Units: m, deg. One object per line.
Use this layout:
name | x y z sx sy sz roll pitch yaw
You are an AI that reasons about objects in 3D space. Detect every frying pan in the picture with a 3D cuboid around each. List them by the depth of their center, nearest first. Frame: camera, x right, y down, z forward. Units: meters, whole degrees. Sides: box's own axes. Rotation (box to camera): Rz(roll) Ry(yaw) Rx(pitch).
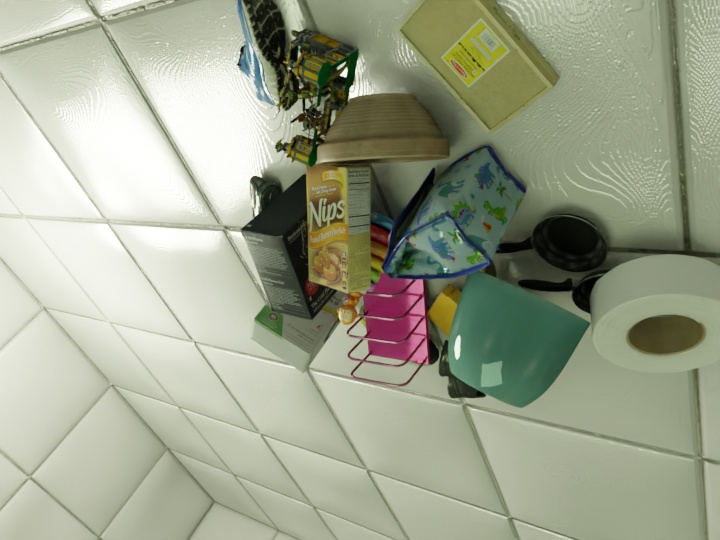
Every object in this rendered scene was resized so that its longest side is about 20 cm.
frying pan | 0.352 0.036 0.993 0.187 0.031 0.115 -3 142 25
frying pan | 0.301 -0.034 1.002 0.115 0.031 0.189 44 145 -14

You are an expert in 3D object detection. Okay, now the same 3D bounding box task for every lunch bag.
lunch bag | 0.130 -0.077 0.981 0.127 0.171 0.199 45 146 -13

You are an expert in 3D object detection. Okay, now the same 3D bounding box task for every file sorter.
file sorter | 0.046 0.108 1.240 0.137 0.125 0.203 5 113 27

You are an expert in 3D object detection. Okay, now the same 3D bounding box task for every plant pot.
plant pot | 0.032 -0.208 0.939 0.199 0.200 0.094 3 99 39
plant pot | 0.226 0.111 0.979 0.198 0.163 0.201 25 -179 0

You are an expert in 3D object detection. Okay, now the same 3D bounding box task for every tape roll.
tape roll | 0.437 0.067 0.916 0.199 0.071 0.204 8 141 6

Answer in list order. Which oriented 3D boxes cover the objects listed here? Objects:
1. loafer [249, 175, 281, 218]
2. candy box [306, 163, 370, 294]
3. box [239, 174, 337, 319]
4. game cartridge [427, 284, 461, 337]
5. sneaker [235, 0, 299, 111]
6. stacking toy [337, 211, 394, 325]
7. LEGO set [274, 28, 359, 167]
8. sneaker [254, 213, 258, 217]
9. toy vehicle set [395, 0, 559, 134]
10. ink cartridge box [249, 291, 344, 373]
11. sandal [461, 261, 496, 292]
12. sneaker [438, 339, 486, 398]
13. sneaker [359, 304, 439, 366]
loafer | -0.194 -0.110 1.329 0.063 0.071 0.202 38 144 34
candy box | -0.037 -0.074 1.054 0.115 0.055 0.203 14 109 49
box | -0.098 -0.047 1.172 0.103 0.200 0.184 9 132 34
game cartridge | 0.206 0.113 1.175 0.176 0.032 0.200 44 166 9
sneaker | -0.166 -0.347 1.006 0.088 0.079 0.202 14 140 25
stacking toy | 0.000 0.000 1.138 0.115 0.203 0.110 15 171 27
LEGO set | -0.089 -0.270 0.968 0.115 0.154 0.201 25 141 15
sneaker | -0.135 -0.037 1.286 0.199 0.089 0.080 32 117 -30
toy vehicle set | 0.152 -0.289 0.841 0.200 0.027 0.124 45 145 -11
ink cartridge box | -0.123 0.093 1.373 0.144 0.201 0.088 31 142 8
sandal | 0.212 0.059 1.149 0.069 0.078 0.213 5 140 28
sneaker | 0.218 0.208 1.327 0.090 0.077 0.201 4 149 25
sneaker | 0.086 0.128 1.341 0.199 0.075 0.085 34 145 3
